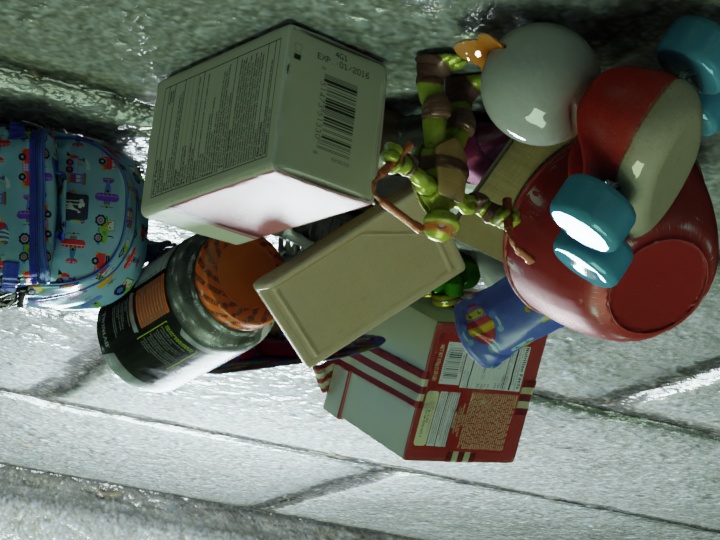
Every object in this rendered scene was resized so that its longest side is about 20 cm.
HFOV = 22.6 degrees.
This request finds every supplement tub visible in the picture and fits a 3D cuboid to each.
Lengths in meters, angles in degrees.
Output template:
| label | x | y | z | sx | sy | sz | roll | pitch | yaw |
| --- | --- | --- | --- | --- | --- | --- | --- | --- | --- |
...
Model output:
| label | x | y | z | sx | sy | sz | roll | pitch | yaw |
| --- | --- | --- | --- | --- | --- | --- | --- | --- | --- |
| supplement tub | -0.162 | 0.037 | 1.757 | 0.122 | 0.123 | 0.200 | 17 | 152 | -32 |

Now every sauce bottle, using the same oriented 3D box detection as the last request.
| label | x | y | z | sx | sy | sz | roll | pitch | yaw |
| --- | --- | --- | --- | --- | --- | --- | --- | --- | --- |
| sauce bottle | 0.001 | -0.109 | 1.605 | 0.199 | 0.065 | 0.065 | -5 | 160 | 37 |

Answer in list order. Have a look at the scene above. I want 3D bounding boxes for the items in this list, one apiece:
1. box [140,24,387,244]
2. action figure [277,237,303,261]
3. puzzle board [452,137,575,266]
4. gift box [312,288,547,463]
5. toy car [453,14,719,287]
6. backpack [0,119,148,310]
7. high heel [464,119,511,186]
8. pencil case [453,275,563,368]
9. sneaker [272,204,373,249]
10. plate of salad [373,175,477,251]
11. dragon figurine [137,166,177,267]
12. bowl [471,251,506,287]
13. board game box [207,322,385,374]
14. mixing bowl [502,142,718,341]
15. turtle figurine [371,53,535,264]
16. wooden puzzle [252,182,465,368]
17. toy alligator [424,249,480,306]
| label | x | y | z | sx | sy | sz | roll | pitch | yaw |
| --- | --- | --- | --- | --- | --- | --- | --- | --- | --- |
| box | -0.083 | -0.109 | 1.527 | 0.109 | 0.128 | 0.200 | 18 | 160 | -35 |
| action figure | -0.037 | -0.001 | 1.866 | 0.118 | 0.103 | 0.200 | -12 | -169 | -30 |
| puzzle board | 0.190 | -0.059 | 1.600 | 0.200 | 0.151 | 0.017 | 24 | -161 | -33 |
| gift box | 0.066 | 0.096 | 1.982 | 0.199 | 0.185 | 0.187 | 12 | -170 | -35 |
| toy car | 0.162 | -0.125 | 1.404 | 0.200 | 0.185 | 0.177 | 32 | 170 | 16 |
| backpack | -0.300 | -0.051 | 1.704 | 0.199 | 0.183 | 0.135 | 5 | 169 | -6 |
| high heel | 0.153 | -0.074 | 1.641 | 0.096 | 0.068 | 0.200 | -18 | 148 | 31 |
| pencil case | 0.186 | 0.023 | 1.763 | 0.200 | 0.078 | 0.087 | -30 | 156 | 17 |
| sneaker | -0.053 | -0.057 | 1.726 | 0.115 | 0.075 | 0.200 | 22 | -179 | 38 |
| plate of salad | 0.099 | -0.063 | 1.739 | 0.199 | 0.048 | 0.200 | 12 | 166 | 3 |
| dragon figurine | -0.273 | -0.057 | 1.813 | 0.199 | 0.100 | 0.059 | 10 | 162 | -12 |
| bowl | 0.221 | 0.005 | 1.883 | 0.199 | 0.075 | 0.200 | 0 | 163 | 22 |
| board game box | -0.075 | 0.068 | 1.864 | 0.199 | 0.039 | 0.158 | -8 | -175 | 10 |
| mixing bowl | 0.235 | -0.014 | 1.571 | 0.199 | 0.201 | 0.108 | 16 | -157 | -29 |
| turtle figurine | 0.075 | -0.087 | 1.486 | 0.200 | 0.162 | 0.064 | 21 | 158 | -40 |
| wooden puzzle | 0.000 | 0.000 | 1.694 | 0.185 | 0.037 | 0.200 | -32 | 152 | -2 |
| toy alligator | 0.076 | -0.009 | 1.876 | 0.054 | 0.060 | 0.200 | -13 | -162 | -20 |
